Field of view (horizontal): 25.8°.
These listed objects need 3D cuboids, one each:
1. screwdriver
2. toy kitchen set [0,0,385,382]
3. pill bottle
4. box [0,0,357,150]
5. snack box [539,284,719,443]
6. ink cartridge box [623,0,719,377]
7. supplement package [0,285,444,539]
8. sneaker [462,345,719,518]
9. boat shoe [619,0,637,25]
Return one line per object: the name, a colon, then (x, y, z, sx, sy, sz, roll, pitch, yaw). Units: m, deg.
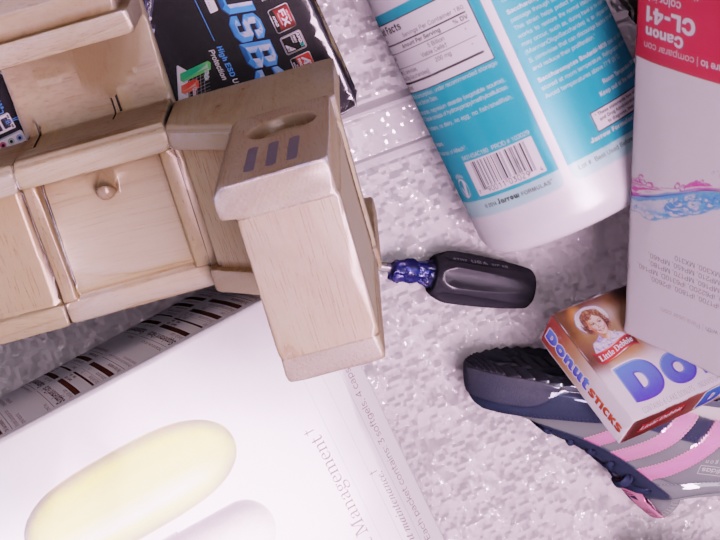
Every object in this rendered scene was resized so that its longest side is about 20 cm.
screwdriver: (0.000, 0.000, 0.824, 0.199, 0.028, 0.029, 4, 61, -19)
toy kitchen set: (-0.107, -0.046, 0.636, 0.199, 0.181, 0.164, -15, 109, 4)
pill bottle: (0.073, -0.119, 0.803, 0.110, 0.111, 0.201, -28, 98, -14)
box: (-0.129, -0.128, 0.728, 0.198, 0.050, 0.201, -25, 107, 5)
snack box: (0.191, 0.027, 0.839, 0.199, 0.024, 0.072, -19, 61, -32)
ink cartridge box: (0.205, -0.065, 0.763, 0.147, 0.085, 0.201, -26, 129, -36)
supplement package: (-0.083, 0.127, 0.740, 0.199, 0.147, 0.192, -29, 98, -15)
sneaker: (0.146, 0.094, 0.851, 0.199, 0.070, 0.082, 11, 104, -9)
boat shoe: (0.185, -0.134, 0.827, 0.200, 0.072, 0.060, 29, 53, -38)
